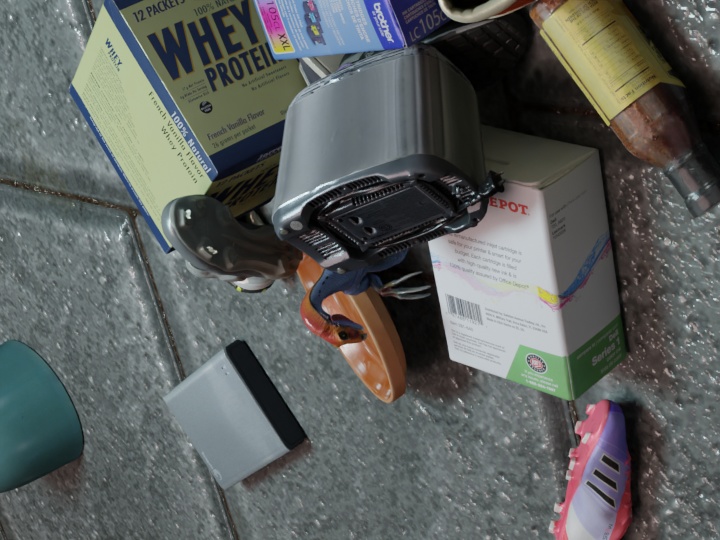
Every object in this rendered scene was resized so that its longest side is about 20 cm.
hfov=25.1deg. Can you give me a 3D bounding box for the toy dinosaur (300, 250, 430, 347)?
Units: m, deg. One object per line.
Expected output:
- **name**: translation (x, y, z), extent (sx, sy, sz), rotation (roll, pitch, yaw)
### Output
- **toy dinosaur**: translation (0.000, 0.000, 1.451), extent (0.105, 0.181, 0.200), rotation (50, 154, -8)

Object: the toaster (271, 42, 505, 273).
- **toaster**: translation (0.021, -0.093, 1.284), extent (0.199, 0.130, 0.113), rotation (-21, 145, 31)

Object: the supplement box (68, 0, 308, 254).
- **supplement box**: translation (-0.159, -0.160, 1.548), extent (0.201, 0.134, 0.200), rotation (57, 152, 8)

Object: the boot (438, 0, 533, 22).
- **boot**: translation (0.141, -0.230, 1.113), extent (0.199, 0.107, 0.075), rotation (-30, 94, 23)

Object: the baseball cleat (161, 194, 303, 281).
- **baseball cleat**: translation (-0.139, -0.019, 1.505), extent (0.106, 0.199, 0.071), rotation (-10, 72, 31)

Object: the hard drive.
- **hard drive**: translation (-0.153, 0.175, 1.924), extent (0.140, 0.033, 0.200), rotation (56, 146, 2)

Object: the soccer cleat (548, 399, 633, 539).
- **soccer cleat**: translation (0.219, 0.196, 1.457), extent (0.076, 0.067, 0.201), rotation (14, 129, 5)

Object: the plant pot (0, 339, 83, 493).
- **plant pot**: translation (-0.523, 0.227, 2.321), extent (0.200, 0.160, 0.202), rotation (32, 139, 33)

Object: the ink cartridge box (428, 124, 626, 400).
- **ink cartridge box**: translation (0.135, -0.010, 1.364), extent (0.144, 0.084, 0.202), rotation (17, 129, 44)

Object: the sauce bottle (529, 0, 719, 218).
- **sauce bottle**: translation (0.205, -0.130, 1.200), extent (0.201, 0.066, 0.066), rotation (55, 146, 2)

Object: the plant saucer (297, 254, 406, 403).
- **plant saucer**: translation (-0.010, 0.036, 1.584), extent (0.201, 0.032, 0.201), rotation (55, 167, 20)

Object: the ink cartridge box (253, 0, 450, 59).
- **ink cartridge box**: translation (0.024, -0.232, 1.283), extent (0.199, 0.136, 0.077), rotation (2, 122, 51)

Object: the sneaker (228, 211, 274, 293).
- **sneaker**: translation (-0.157, -0.067, 1.713), extent (0.199, 0.075, 0.077), rotation (39, 136, 9)

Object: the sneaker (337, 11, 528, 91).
- **sneaker**: translation (0.049, -0.186, 1.344), extent (0.199, 0.075, 0.088), rotation (-24, 53, 35)

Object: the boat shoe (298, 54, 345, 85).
- **boat shoe**: translation (0.008, -0.144, 1.449), extent (0.201, 0.072, 0.063), rotation (54, 165, 11)
